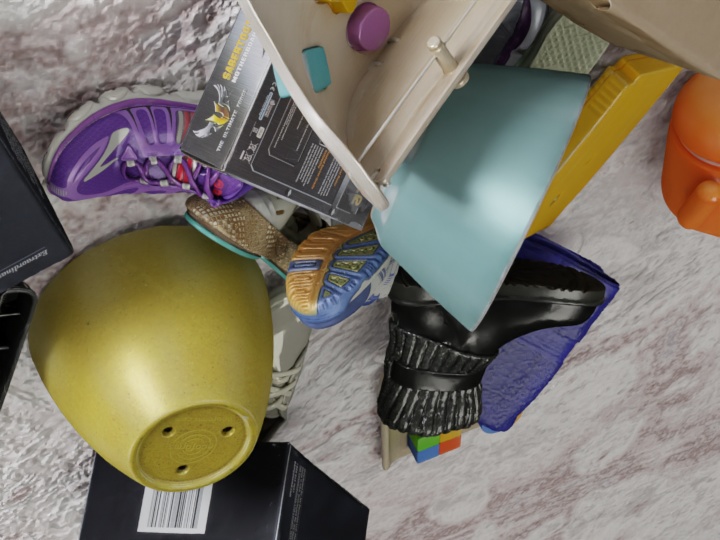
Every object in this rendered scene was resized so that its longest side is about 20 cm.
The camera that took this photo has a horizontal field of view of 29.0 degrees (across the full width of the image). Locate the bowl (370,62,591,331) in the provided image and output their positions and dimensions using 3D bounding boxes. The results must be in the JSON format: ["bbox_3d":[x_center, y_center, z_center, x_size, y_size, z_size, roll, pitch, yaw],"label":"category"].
[{"bbox_3d":[0.077,-0.069,1.001,0.201,0.104,0.202,25,90,-87],"label":"bowl"}]

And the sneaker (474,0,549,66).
[{"bbox_3d":[0.065,-0.152,1.079,0.087,0.075,0.201,9,120,-28],"label":"sneaker"}]

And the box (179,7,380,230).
[{"bbox_3d":[-0.019,-0.143,0.955,0.158,0.048,0.201,20,96,-52],"label":"box"}]

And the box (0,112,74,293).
[{"bbox_3d":[-0.287,-0.062,0.849,0.147,0.105,0.200,-28,147,-8],"label":"box"}]

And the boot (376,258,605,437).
[{"bbox_3d":[0.119,0.073,1.298,0.209,0.080,0.159,1,110,3],"label":"boot"}]

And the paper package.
[{"bbox_3d":[0.214,-0.259,0.964,0.190,0.103,0.201,15,99,-49],"label":"paper package"}]

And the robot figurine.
[{"bbox_3d":[0.344,-0.111,1.305,0.143,0.117,0.201,-25,146,-12],"label":"robot figurine"}]

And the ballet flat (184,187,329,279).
[{"bbox_3d":[-0.073,-0.041,1.084,0.065,0.070,0.200,-48,162,4],"label":"ballet flat"}]

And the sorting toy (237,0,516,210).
[{"bbox_3d":[-0.003,-0.176,0.847,0.201,0.107,0.180,-54,133,-12],"label":"sorting toy"}]

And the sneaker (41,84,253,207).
[{"bbox_3d":[-0.125,-0.082,0.981,0.199,0.084,0.081,-13,142,-26],"label":"sneaker"}]

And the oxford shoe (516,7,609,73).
[{"bbox_3d":[0.138,-0.156,1.131,0.075,0.058,0.200,23,129,-20],"label":"oxford shoe"}]

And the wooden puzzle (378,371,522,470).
[{"bbox_3d":[0.113,0.135,1.487,0.199,0.046,0.186,-24,145,-15],"label":"wooden puzzle"}]

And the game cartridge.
[{"bbox_3d":[0.188,-0.106,1.204,0.200,0.032,0.176,-53,167,24],"label":"game cartridge"}]

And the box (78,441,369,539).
[{"bbox_3d":[-0.120,0.245,1.283,0.199,0.124,0.198,-3,155,23],"label":"box"}]

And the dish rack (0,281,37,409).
[{"bbox_3d":[-0.346,0.055,0.995,0.199,0.055,0.154,-5,136,-36],"label":"dish rack"}]

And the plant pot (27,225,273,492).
[{"bbox_3d":[-0.149,0.087,1.091,0.199,0.142,0.201,-14,136,-14],"label":"plant pot"}]

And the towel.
[{"bbox_3d":[0.143,0.056,1.373,0.147,0.050,0.201,26,110,-24],"label":"towel"}]

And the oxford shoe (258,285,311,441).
[{"bbox_3d":[-0.080,0.092,1.249,0.075,0.058,0.201,-3,134,-34],"label":"oxford shoe"}]

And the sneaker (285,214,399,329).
[{"bbox_3d":[0.000,0.000,1.094,0.075,0.200,0.089,4,122,18],"label":"sneaker"}]
